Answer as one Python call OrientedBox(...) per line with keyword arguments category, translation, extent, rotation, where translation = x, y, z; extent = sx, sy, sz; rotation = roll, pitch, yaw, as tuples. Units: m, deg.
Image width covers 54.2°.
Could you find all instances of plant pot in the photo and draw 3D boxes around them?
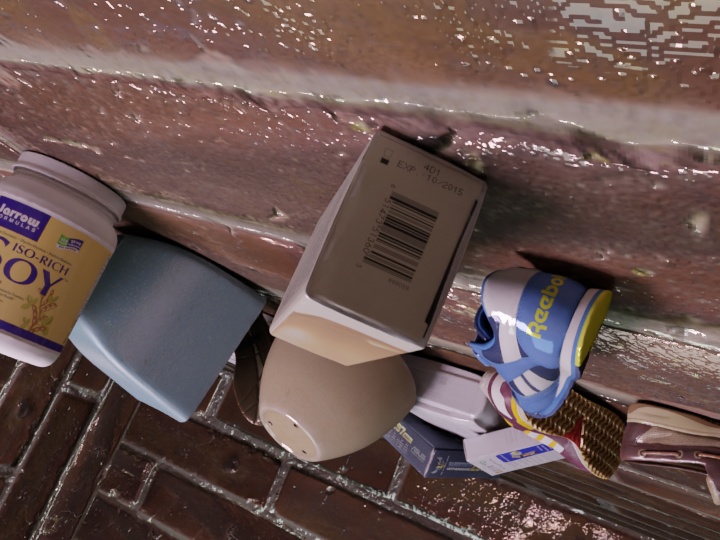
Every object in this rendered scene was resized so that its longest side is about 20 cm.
OrientedBox(category="plant pot", translation=(-0.289, 0.054, 0.949), extent=(0.200, 0.196, 0.196), rotation=(44, 157, -29))
OrientedBox(category="plant pot", translation=(-0.050, 0.158, 0.887), extent=(0.200, 0.134, 0.200), rotation=(27, 142, 23))

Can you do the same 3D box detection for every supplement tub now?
OrientedBox(category="supplement tub", translation=(-0.358, -0.012, 0.766), extent=(0.145, 0.200, 0.145), rotation=(21, 166, 6))

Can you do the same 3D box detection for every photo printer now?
OrientedBox(category="photo printer", translation=(0.135, 0.186, 0.979), extent=(0.166, 0.070, 0.200), rotation=(12, 162, 36))

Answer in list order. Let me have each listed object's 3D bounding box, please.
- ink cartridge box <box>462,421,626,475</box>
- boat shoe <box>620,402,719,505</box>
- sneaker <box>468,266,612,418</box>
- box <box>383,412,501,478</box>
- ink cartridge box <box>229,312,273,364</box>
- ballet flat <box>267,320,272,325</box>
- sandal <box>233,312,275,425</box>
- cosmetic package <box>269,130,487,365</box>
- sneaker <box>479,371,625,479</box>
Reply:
OrientedBox(category="ink cartridge box", translation=(0.240, 0.216, 0.893), extent=(0.200, 0.037, 0.095), rotation=(-19, 147, 22))
OrientedBox(category="boat shoe", translation=(0.339, 0.181, 0.646), extent=(0.200, 0.072, 0.072), rotation=(12, 162, 37))
OrientedBox(category="sneaker", translation=(0.126, 0.052, 0.521), extent=(0.082, 0.074, 0.200), rotation=(21, 158, 16))
OrientedBox(category="box", translation=(0.110, 0.251, 1.104), extent=(0.158, 0.051, 0.200), rotation=(12, -168, -34))
OrientedBox(category="ink cartridge box", translation=(-0.197, 0.121, 1.227), extent=(0.144, 0.084, 0.200), rotation=(27, 164, -17))
OrientedBox(category="ballet flat", translation=(-0.110, 0.104, 1.054), extent=(0.200, 0.068, 0.067), rotation=(-17, 99, 40))
OrientedBox(category="sandal", translation=(-0.150, 0.126, 1.017), extent=(0.200, 0.082, 0.055), rotation=(64, -172, 28))
OrientedBox(category="cosmetic package", translation=(0.000, 0.000, 0.458), extent=(0.071, 0.105, 0.200), rotation=(25, 167, -7))
OrientedBox(category="sneaker", translation=(0.220, 0.165, 0.794), extent=(0.200, 0.075, 0.090), rotation=(39, 168, -29))
